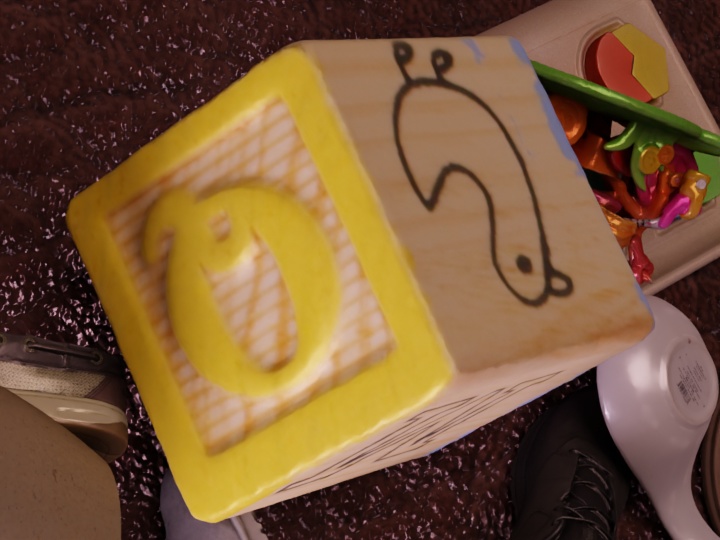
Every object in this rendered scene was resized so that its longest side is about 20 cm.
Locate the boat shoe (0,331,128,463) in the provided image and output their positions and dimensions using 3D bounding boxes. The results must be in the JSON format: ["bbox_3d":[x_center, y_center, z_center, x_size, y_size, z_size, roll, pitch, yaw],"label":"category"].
[{"bbox_3d":[-0.220,0.056,1.146,0.200,0.073,0.065,16,53,-19],"label":"boat shoe"}]

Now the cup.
[{"bbox_3d":[-0.200,0.133,1.049,0.143,0.200,0.200,8,69,-24],"label":"cup"}]

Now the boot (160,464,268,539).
[{"bbox_3d":[-0.132,0.207,1.134,0.200,0.073,0.182,-21,79,-22],"label":"boot"}]

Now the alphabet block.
[{"bbox_3d":[0.000,0.000,1.149,0.200,0.196,0.195,-12,72,-53],"label":"alphabet block"}]

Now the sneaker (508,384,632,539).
[{"bbox_3d":[0.122,0.150,1.248,0.076,0.091,0.200,29,61,-10],"label":"sneaker"}]

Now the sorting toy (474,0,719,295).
[{"bbox_3d":[0.155,-0.082,1.377,0.185,0.036,0.200,-27,84,-29],"label":"sorting toy"}]

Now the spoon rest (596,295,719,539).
[{"bbox_3d":[0.193,0.108,1.283,0.099,0.061,0.200,-41,110,-43],"label":"spoon rest"}]

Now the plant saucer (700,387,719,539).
[{"bbox_3d":[0.311,0.126,1.353,0.200,0.029,0.200,3,78,-13],"label":"plant saucer"}]

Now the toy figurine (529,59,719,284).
[{"bbox_3d":[0.120,-0.018,1.284,0.200,0.150,0.184,17,96,-30],"label":"toy figurine"}]
